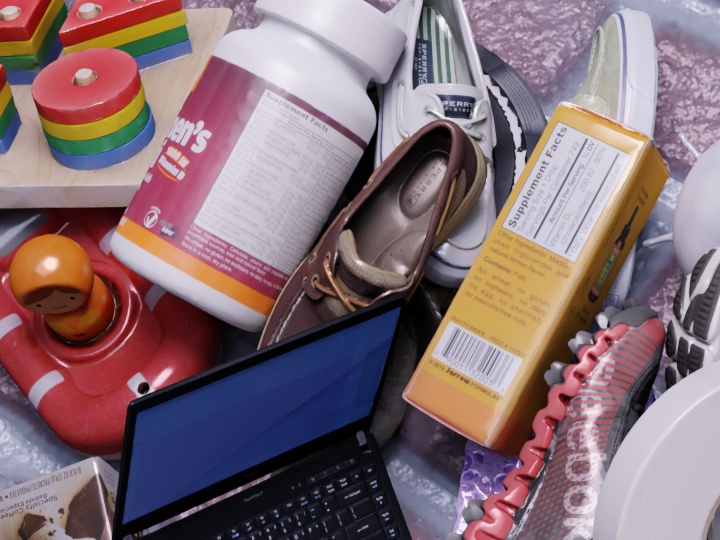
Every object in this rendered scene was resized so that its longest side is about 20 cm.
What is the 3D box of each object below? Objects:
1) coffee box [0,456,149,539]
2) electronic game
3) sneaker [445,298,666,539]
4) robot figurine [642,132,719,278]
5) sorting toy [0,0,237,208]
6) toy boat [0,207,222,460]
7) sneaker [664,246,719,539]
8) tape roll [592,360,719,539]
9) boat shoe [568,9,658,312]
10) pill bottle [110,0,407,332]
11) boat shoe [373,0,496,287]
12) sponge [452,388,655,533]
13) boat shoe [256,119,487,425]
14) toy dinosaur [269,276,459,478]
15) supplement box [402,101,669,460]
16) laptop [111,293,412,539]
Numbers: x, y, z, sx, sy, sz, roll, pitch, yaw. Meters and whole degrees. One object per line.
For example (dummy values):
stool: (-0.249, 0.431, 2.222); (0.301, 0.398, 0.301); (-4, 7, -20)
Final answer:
coffee box: (-0.164, 0.223, 0.902); (0.112, 0.080, 0.201); (-20, 65, 4)
electronic game: (0.028, -0.065, 1.053); (0.199, 0.042, 0.201); (-2, 74, 7)
sneaker: (0.131, 0.115, 0.908); (0.098, 0.071, 0.201); (28, 79, 22)
robot figurine: (0.269, -0.017, 0.938); (0.199, 0.113, 0.171); (20, 85, 20)
sorting toy: (-0.203, -0.132, 1.075); (0.197, 0.070, 0.201); (0, 41, 13)
toy boat: (-0.179, 0.021, 1.017); (0.130, 0.131, 0.200); (-41, 65, -5)
sneaker: (0.220, 0.083, 0.909); (0.083, 0.081, 0.201); (-7, 102, -4)
tape roll: (0.224, 0.143, 0.862); (0.201, 0.037, 0.204); (-2, 98, -12)
boat shoe: (0.146, -0.074, 1.010); (0.062, 0.072, 0.201); (9, 72, -1)
pill bottle: (-0.058, -0.073, 0.966); (0.109, 0.110, 0.201); (28, 89, 22)
boat shoe: (0.045, -0.090, 0.978); (0.073, 0.067, 0.201); (0, 61, -23)
sponge: (0.109, 0.164, 0.947); (0.111, 0.030, 0.201); (4, 69, 15)
boat shoe: (0.000, 0.000, 0.908); (0.072, 0.072, 0.200); (37, 90, 11)
toy dinosaur: (-0.007, 0.065, 0.975); (0.102, 0.077, 0.201); (26, 88, 13)
supplement box: (0.105, 0.006, 0.943); (0.069, 0.067, 0.201); (30, 88, 24)
laptop: (-0.033, 0.140, 0.872); (0.177, 0.103, 0.201); (-20, 91, -30)
